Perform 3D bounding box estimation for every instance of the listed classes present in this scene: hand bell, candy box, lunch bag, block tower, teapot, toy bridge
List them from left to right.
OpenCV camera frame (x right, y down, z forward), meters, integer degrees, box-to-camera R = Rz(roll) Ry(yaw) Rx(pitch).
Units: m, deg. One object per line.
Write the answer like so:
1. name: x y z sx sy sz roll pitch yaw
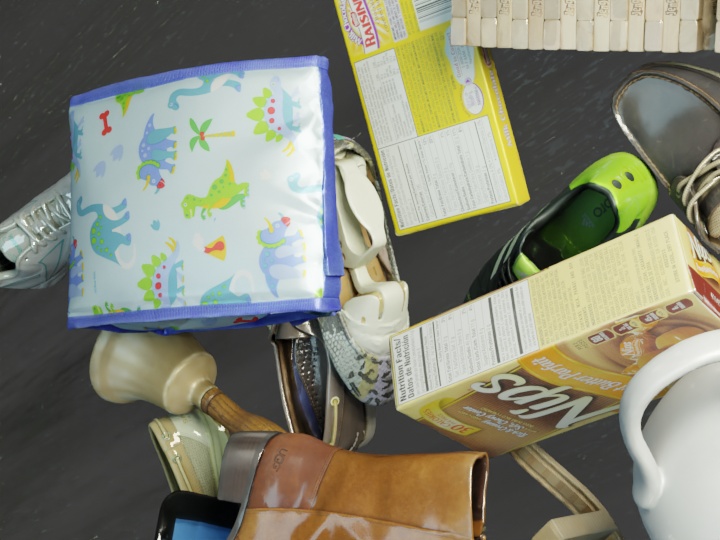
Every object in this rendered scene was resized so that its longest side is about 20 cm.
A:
1. lunch bag: -0.098 -0.046 0.812 0.198 0.127 0.173 -8 82 35
2. hand bell: -0.109 0.104 0.917 0.199 0.103 0.105 30 118 32
3. candy box: 0.044 -0.133 0.807 0.101 0.026 0.203 -12 95 37
4. candy box: 0.129 0.048 0.722 0.198 0.115 0.056 -26 53 28
5. toy bridge: 0.144 0.177 0.792 0.027 0.067 0.201 -53 52 32
6. block tower: 0.145 -0.159 0.698 0.197 0.058 0.055 7 105 28
7. teapot: 0.248 0.100 0.622 0.197 0.199 0.147 39 125 19

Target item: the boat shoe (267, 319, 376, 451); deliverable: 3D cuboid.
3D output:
1. boat shoe: -0.038 0.046 0.891 0.071 0.059 0.203 -4 100 36

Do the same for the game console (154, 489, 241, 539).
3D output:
1. game console: -0.066 0.269 0.879 0.171 0.118 0.203 -14 58 36

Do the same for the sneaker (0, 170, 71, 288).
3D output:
1. sneaker: -0.264 -0.034 1.018 0.200 0.080 0.071 -36 79 34

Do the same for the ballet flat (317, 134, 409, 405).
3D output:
1. ballet flat: 0.000 0.000 0.842 0.071 0.072 0.203 -12 94 36

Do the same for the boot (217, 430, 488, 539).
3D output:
1. boot: -0.005 0.210 0.807 0.197 0.068 0.191 4 81 26

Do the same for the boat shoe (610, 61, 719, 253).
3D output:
1. boat shoe: 0.222 -0.048 0.676 0.200 0.073 0.075 43 122 18

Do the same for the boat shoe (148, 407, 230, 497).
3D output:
1. boat shoe: -0.135 0.217 0.988 0.073 0.062 0.204 13 111 63

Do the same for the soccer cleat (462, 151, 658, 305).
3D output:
1. soccer cleat: 0.112 0.002 0.760 0.068 0.081 0.201 48 127 15
